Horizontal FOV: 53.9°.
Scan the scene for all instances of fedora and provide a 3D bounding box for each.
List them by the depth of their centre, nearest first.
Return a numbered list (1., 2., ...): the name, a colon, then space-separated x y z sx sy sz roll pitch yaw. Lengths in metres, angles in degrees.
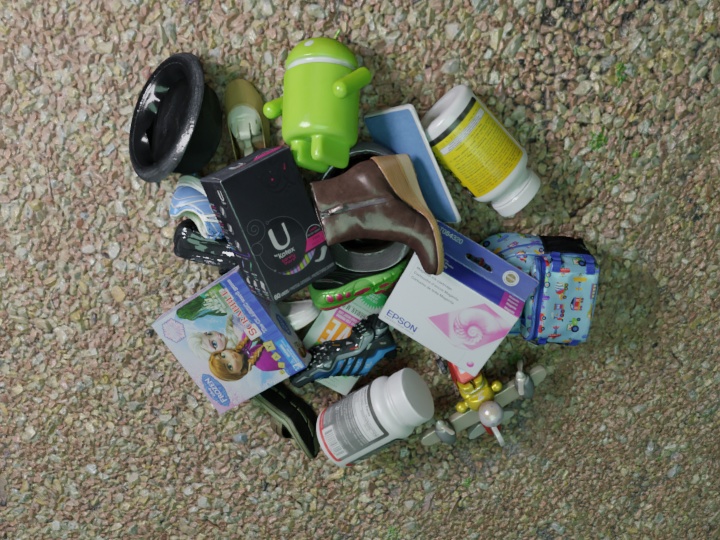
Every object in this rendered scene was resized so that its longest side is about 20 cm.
1. fedora: -0.271 -0.223 1.084 0.091 0.201 0.201 19 115 -48
2. fedora: 0.005 -0.104 1.150 0.174 0.090 0.204 -9 97 -2

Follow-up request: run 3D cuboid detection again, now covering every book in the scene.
1. book: -0.025 0.111 1.264 0.132 0.048 0.201 30 104 -14

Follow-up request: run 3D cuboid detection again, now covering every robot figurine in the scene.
1. robot figurine: -0.059 -0.254 1.060 0.115 0.174 0.204 9 81 -45

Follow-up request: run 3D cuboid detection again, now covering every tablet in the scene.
1. tablet: 0.082 -0.164 1.126 0.014 0.129 0.202 -37 113 -26

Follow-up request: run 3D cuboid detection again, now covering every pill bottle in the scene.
1. pill bottle: 0.190 -0.184 1.119 0.112 0.113 0.200 -43 106 13
2. pill bottle: 0.027 0.259 1.259 0.199 0.114 0.114 -34 110 27

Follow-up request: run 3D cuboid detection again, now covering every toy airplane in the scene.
1. toy airplane: 0.219 0.243 1.268 0.196 0.141 0.203 14 105 -15

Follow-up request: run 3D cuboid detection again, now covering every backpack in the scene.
1. backpack: 0.282 0.031 1.196 0.196 0.135 0.186 6 112 -4

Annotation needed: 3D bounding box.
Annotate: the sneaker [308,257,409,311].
1. sneaker: 0.000 0.000 1.174 0.198 0.085 0.077 -16 159 -34

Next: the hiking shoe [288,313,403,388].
1. hiking shoe: -0.026 0.160 1.218 0.198 0.075 0.087 -28 111 2

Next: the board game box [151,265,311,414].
1. board game box: -0.217 0.119 1.194 0.198 0.041 0.201 -30 104 21

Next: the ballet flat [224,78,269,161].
1. ballet flat: -0.173 -0.199 1.124 0.067 0.063 0.203 -10 111 1

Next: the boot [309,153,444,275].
1. boot: 0.026 -0.065 1.067 0.164 0.072 0.203 -21 91 -11

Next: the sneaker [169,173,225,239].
1. sneaker: -0.217 -0.078 1.149 0.198 0.076 0.078 28 70 -8

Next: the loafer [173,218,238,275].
1. loafer: -0.217 -0.025 1.190 0.197 0.068 0.071 18 118 -4

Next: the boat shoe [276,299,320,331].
1. boat shoe: -0.169 0.077 1.226 0.197 0.071 0.070 -15 108 7

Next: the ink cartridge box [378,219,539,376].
1. ink cartridge box: 0.154 0.050 1.151 0.195 0.043 0.201 31 124 4

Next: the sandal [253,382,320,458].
1. sandal: -0.143 0.264 1.306 0.057 0.080 0.202 -34 103 29

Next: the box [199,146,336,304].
1. box: -0.138 -0.070 1.073 0.121 0.106 0.202 -31 111 -22
